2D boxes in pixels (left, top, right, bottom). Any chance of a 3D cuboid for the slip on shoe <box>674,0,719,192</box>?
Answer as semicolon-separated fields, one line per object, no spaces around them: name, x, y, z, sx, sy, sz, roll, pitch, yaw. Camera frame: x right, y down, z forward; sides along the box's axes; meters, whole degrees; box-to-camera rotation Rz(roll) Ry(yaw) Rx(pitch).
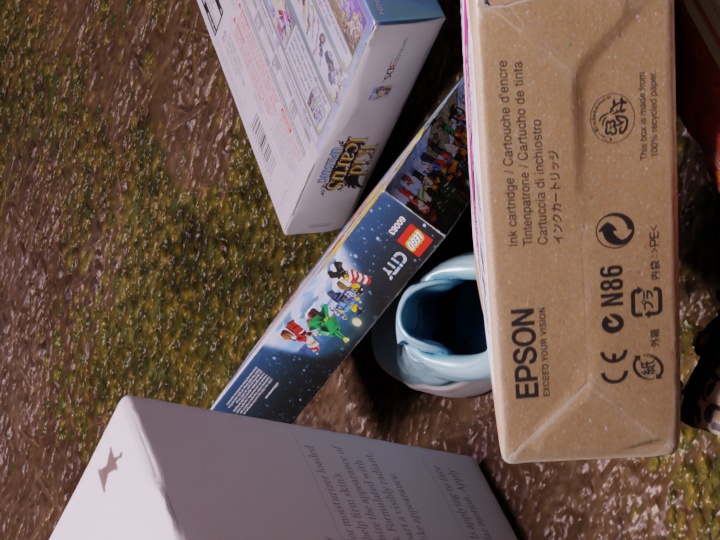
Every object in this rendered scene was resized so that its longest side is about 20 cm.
slip on shoe;0.158;-0.044;0.883;0.061;0.074;0.200;111;146;-59

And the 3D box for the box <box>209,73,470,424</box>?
box;0.000;0.000;1.205;0.200;0.038;0.137;-51;2;39

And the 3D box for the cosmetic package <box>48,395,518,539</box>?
cosmetic package;-0.036;0.182;1.105;0.165;0.200;0.165;-61;33;26

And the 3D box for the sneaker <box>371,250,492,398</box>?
sneaker;0.044;0.019;1.147;0.200;0.082;0.074;-12;68;60

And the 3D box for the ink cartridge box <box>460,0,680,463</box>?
ink cartridge box;0.080;-0.049;0.951;0.165;0.075;0.200;-93;-2;-65

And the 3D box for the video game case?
video game case;-0.030;-0.153;1.305;0.181;0.045;0.200;115;141;-52

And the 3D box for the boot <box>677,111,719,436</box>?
boot;0.161;-0.010;0.968;0.200;0.073;0.151;25;99;53
